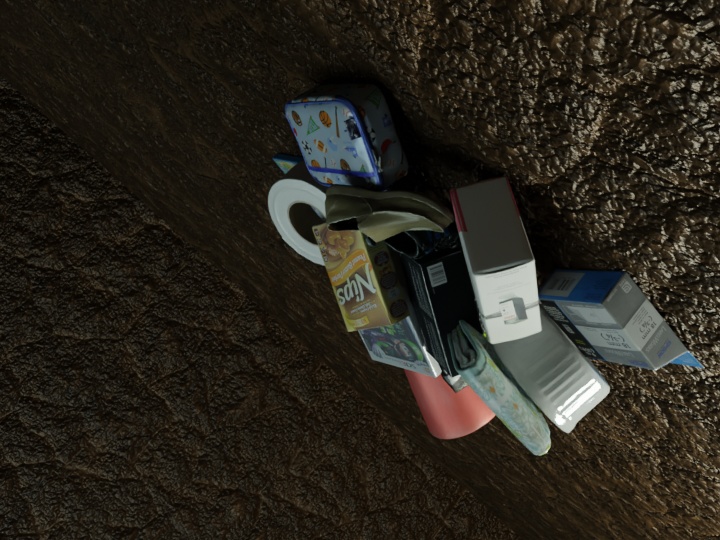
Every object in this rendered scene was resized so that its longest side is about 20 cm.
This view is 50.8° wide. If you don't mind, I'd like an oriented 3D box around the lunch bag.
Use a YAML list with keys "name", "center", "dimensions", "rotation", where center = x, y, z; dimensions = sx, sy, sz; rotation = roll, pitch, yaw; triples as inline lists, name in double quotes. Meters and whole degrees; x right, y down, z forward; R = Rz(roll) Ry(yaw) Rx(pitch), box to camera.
- name: "lunch bag"
  center: [-0.020, -0.189, 1.108]
  dimensions: [0.200, 0.075, 0.161]
  rotation: [18, 135, 53]

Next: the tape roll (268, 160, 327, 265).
- name: "tape roll"
  center: [-0.077, -0.106, 1.433]
  dimensions: [0.202, 0.071, 0.203]
  rotation: [25, 141, 21]

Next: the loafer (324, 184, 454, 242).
- name: "loafer"
  center: [0.036, -0.073, 1.056]
  dimensions: [0.200, 0.068, 0.076]
  rotation: [10, 169, 32]

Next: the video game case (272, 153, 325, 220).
- name: "video game case"
  center: [-0.081, -0.153, 1.528]
  dimensions: [0.143, 0.018, 0.200]
  rotation: [19, 154, 51]

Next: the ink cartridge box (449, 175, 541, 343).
- name: "ink cartridge box"
  center: [0.189, -0.009, 1.046]
  dimensions: [0.200, 0.085, 0.146]
  rotation: [67, -169, -56]

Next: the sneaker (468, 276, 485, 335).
- name: "sneaker"
  center: [0.198, 0.067, 1.389]
  dimensions: [0.081, 0.074, 0.200]
  rotation: [36, 162, 29]

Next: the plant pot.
- name: "plant pot"
  center: [0.195, 0.239, 1.668]
  dimensions: [0.178, 0.200, 0.200]
  rotation: [57, 160, -18]

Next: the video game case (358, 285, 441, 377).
- name: "video game case"
  center: [0.049, 0.104, 1.424]
  dimensions: [0.182, 0.023, 0.200]
  rotation: [9, 131, 49]

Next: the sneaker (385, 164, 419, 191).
- name: "sneaker"
  center: [0.062, -0.110, 1.214]
  dimensions: [0.072, 0.072, 0.200]
  rotation: [22, 156, 33]

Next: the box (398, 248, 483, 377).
- name: "box"
  center: [0.138, 0.057, 1.274]
  dimensions: [0.141, 0.079, 0.201]
  rotation: [-140, 32, -71]

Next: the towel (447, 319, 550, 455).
- name: "towel"
  center: [0.205, 0.165, 1.126]
  dimensions: [0.171, 0.048, 0.200]
  rotation: [45, -168, -9]

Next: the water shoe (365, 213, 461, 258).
- name: "water shoe"
  center: [0.090, -0.049, 1.156]
  dimensions: [0.199, 0.079, 0.072]
  rotation: [12, 148, -21]

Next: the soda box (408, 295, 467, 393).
- name: "soda box"
  center: [0.157, 0.125, 1.412]
  dimensions: [0.200, 0.071, 0.063]
  rotation: [63, 173, -23]

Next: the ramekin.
- name: "ramekin"
  center: [0.298, 0.145, 1.192]
  dimensions: [0.201, 0.098, 0.201]
  rotation: [47, -169, -12]

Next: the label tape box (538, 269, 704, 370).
- name: "label tape box"
  center: [0.362, 0.088, 1.069]
  dimensions: [0.200, 0.063, 0.144]
  rotation: [46, 164, -18]

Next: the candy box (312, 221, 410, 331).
- name: "candy box"
  center: [0.000, 0.000, 1.317]
  dimensions: [0.115, 0.055, 0.201]
  rotation: [-13, 97, 47]

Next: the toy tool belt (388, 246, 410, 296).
- name: "toy tool belt"
  center: [0.066, 0.033, 1.476]
  dimensions: [0.123, 0.125, 0.200]
  rotation: [-7, 140, 42]
